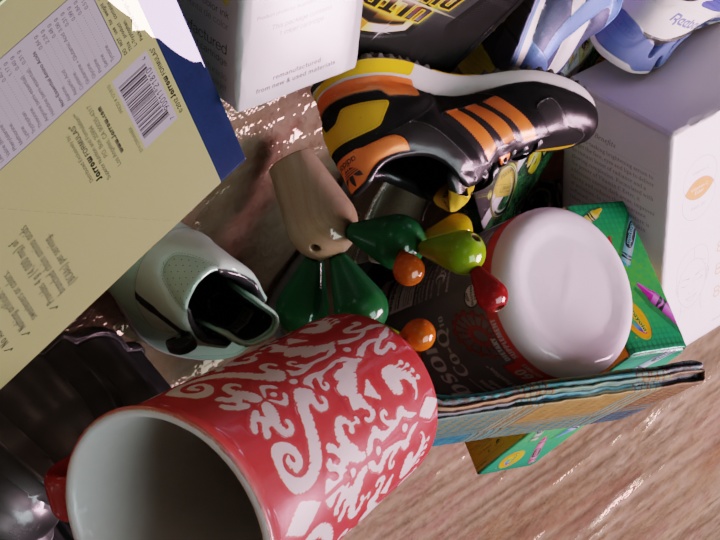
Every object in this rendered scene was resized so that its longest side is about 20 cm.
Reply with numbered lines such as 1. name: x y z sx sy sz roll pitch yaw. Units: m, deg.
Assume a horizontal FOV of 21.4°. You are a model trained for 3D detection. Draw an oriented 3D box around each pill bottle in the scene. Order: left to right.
1. pill bottle: 0.081 0.038 1.299 0.116 0.116 0.200 -25 179 -38

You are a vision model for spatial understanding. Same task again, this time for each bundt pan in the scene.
1. bundt pan: -0.180 0.140 1.175 0.202 0.076 0.203 -34 143 -30

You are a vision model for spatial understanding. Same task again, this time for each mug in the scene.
1. mug: -0.067 0.095 1.066 0.200 0.177 0.134 -29 141 -53

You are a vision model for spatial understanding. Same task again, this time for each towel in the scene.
1. towel: 0.106 0.089 1.232 0.199 0.022 0.147 -6 168 -18

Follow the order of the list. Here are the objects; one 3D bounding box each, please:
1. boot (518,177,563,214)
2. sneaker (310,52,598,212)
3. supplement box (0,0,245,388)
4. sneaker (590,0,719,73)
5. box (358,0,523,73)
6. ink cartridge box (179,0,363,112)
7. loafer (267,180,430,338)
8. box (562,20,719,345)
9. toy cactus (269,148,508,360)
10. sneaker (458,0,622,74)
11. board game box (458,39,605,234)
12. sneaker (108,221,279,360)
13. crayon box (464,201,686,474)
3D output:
1. boot: 0.188 -0.048 1.486 0.174 0.069 0.201 13 111 -56
2. sneaker: 0.064 -0.074 1.164 0.199 0.090 0.070 3 154 -31
3. supplement box: -0.191 -0.076 0.904 0.200 0.134 0.200 -44 146 -16
4. sneaker: 0.250 -0.223 1.337 0.199 0.081 0.115 -43 177 -38
5. box: 0.023 -0.187 1.100 0.160 0.049 0.200 -44 148 24
6. ink cartridge box: -0.068 -0.204 0.937 0.087 0.145 0.201 -24 138 -36
7. loafer: 0.017 -0.024 1.284 0.201 0.070 0.075 -58 148 5
8. box: 0.236 -0.063 1.401 0.152 0.106 0.201 -27 132 -30
9. toy cactus: 0.000 0.000 1.186 0.102 0.166 0.200 -19 169 -39
10. sneaker: 0.135 -0.201 1.196 0.082 0.074 0.200 3 131 -44
11. board game box: 0.122 -0.117 1.335 0.200 0.023 0.105 -59 155 -22
12. sneaker: -0.090 0.029 1.150 0.074 0.118 0.200 -53 149 -4
13. crayon box: 0.135 0.052 1.374 0.058 0.119 0.200 -5 154 -36
